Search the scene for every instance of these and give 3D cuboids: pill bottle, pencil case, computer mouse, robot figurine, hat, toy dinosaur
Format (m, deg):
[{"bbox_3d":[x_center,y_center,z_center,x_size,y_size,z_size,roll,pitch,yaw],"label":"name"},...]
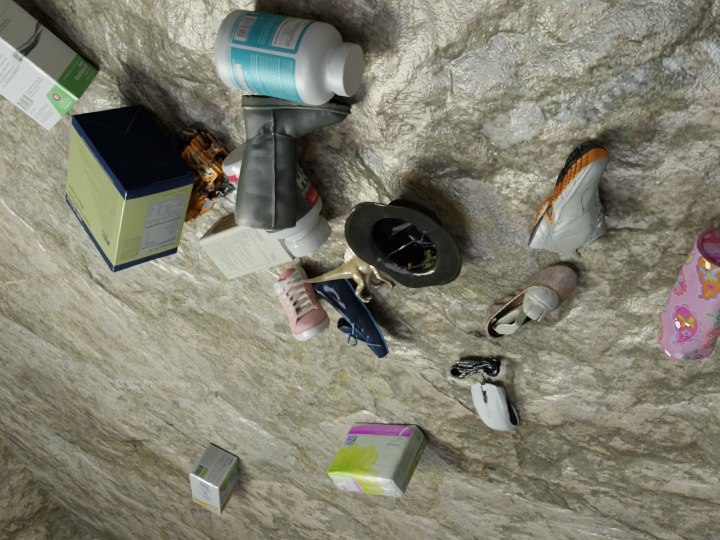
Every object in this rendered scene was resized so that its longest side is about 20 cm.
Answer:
[{"bbox_3d":[-0.097,-0.297,1.020,0.198,0.111,0.112,17,138,20],"label":"pill bottle"},{"bbox_3d":[-0.133,-0.125,1.217,0.110,0.111,0.201,-10,124,40],"label":"pill bottle"},{"bbox_3d":[0.472,0.038,0.994,0.086,0.088,0.202,18,139,18],"label":"pencil case"},{"bbox_3d":[0.247,0.246,1.384,0.109,0.044,0.201,-7,126,37],"label":"computer mouse"},{"bbox_3d":[-0.299,-0.173,1.321,0.145,0.058,0.200,43,140,-8],"label":"robot figurine"},{"bbox_3d":[0.078,-0.062,1.163,0.198,0.081,0.202,18,146,13],"label":"hat"},{"bbox_3d":[0.000,0.000,1.296,0.198,0.058,0.102,-25,109,27],"label":"toy dinosaur"}]

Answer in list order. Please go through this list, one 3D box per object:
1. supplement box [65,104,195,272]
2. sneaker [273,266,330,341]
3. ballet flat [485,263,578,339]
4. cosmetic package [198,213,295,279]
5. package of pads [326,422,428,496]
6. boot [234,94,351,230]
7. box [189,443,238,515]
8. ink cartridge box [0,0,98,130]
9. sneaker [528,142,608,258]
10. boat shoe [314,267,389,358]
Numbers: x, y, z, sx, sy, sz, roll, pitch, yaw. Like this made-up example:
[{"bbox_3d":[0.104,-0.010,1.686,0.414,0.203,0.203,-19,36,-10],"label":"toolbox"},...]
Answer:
[{"bbox_3d":[-0.416,-0.147,1.296,0.200,0.133,0.201,50,137,23],"label":"supplement box"},{"bbox_3d":[-0.117,0.056,1.358,0.106,0.075,0.200,61,178,-18],"label":"sneaker"},{"bbox_3d":[0.269,0.060,1.162,0.068,0.068,0.200,37,140,-6],"label":"ballet flat"},{"bbox_3d":[-0.200,-0.058,1.360,0.198,0.071,0.106,-13,122,42],"label":"cosmetic package"},{"bbox_3d":[0.034,0.419,1.615,0.198,0.155,0.069,-9,125,39],"label":"package of pads"},{"bbox_3d":[-0.105,-0.162,1.107,0.179,0.073,0.203,2,106,2],"label":"boot"},{"bbox_3d":[-0.438,0.629,2.181,0.100,0.113,0.201,23,140,11],"label":"box"},{"bbox_3d":[-0.589,-0.364,1.279,0.145,0.085,0.200,-19,131,44],"label":"ink cartridge box"},{"bbox_3d":[0.305,-0.091,0.993,0.091,0.076,0.201,21,147,3],"label":"sneaker"},{"bbox_3d":[-0.019,0.089,1.376,0.201,0.068,0.084,56,173,-12],"label":"boat shoe"}]
